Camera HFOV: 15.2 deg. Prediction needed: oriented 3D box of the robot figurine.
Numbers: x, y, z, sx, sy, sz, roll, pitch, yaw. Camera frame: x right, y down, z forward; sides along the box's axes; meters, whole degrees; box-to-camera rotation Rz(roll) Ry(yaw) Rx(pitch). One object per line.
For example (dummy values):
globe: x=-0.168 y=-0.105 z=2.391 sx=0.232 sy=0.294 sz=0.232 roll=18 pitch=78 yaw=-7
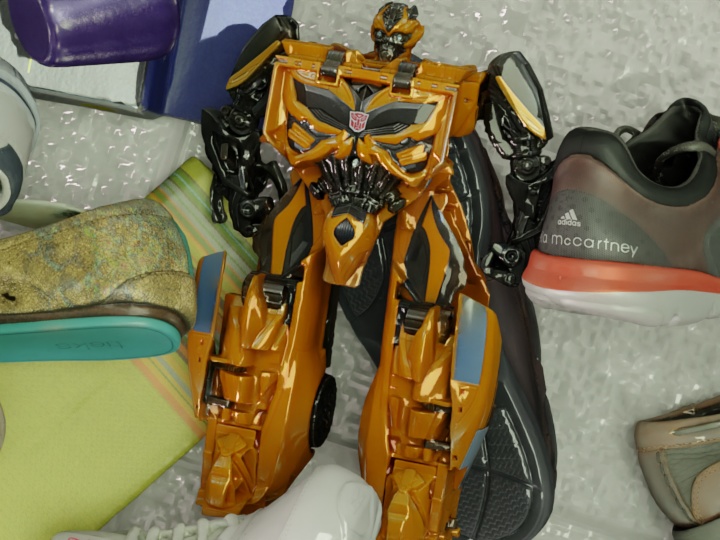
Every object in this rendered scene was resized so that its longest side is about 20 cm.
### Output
robot figurine: x=0.000 y=0.000 z=1.009 sx=0.144 sy=0.058 sz=0.201 roll=9 pitch=99 yaw=15

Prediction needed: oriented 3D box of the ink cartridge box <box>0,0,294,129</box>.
ink cartridge box: x=-0.111 y=-0.164 z=1.028 sx=0.199 sy=0.047 sz=0.198 roll=10 pitch=91 yaw=-9

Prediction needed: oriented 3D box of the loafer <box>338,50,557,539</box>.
loafer: x=0.034 y=0.011 z=1.064 sx=0.072 sy=0.063 sz=0.201 roll=-15 pitch=91 yaw=20

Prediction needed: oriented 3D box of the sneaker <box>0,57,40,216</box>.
sneaker: x=-0.217 y=-0.038 z=0.981 sx=0.199 sy=0.071 sz=0.073 roll=-11 pitch=120 yaw=1

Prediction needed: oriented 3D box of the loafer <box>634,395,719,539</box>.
loafer: x=0.205 y=0.045 z=1.088 sx=0.200 sy=0.072 sz=0.063 roll=-29 pitch=90 yaw=-5

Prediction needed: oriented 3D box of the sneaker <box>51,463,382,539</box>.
sneaker: x=-0.071 y=0.125 z=0.992 sx=0.099 sy=0.078 sz=0.200 roll=41 pitch=126 yaw=-1

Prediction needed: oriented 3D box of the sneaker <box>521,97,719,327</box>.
sneaker: x=0.138 y=-0.023 z=1.021 sx=0.200 sy=0.077 sz=0.082 roll=-2 pitch=98 yaw=-54

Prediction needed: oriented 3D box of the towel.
towel: x=-0.110 y=0.051 z=1.053 sx=0.200 sy=0.018 sz=0.086 roll=-42 pitch=96 yaw=-6

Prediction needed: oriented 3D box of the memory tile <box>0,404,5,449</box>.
memory tile: x=-0.234 y=0.022 z=0.968 sx=0.199 sy=0.017 sz=0.154 roll=-10 pitch=113 yaw=15

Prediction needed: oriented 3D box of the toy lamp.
toy lamp: x=-0.037 y=-0.122 z=1.008 sx=0.199 sy=0.058 sz=0.058 roll=-22 pitch=97 yaw=-26

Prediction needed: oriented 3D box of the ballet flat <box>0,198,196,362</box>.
ballet flat: x=-0.160 y=0.007 z=1.013 sx=0.199 sy=0.071 sz=0.071 roll=-7 pitch=94 yaw=4
